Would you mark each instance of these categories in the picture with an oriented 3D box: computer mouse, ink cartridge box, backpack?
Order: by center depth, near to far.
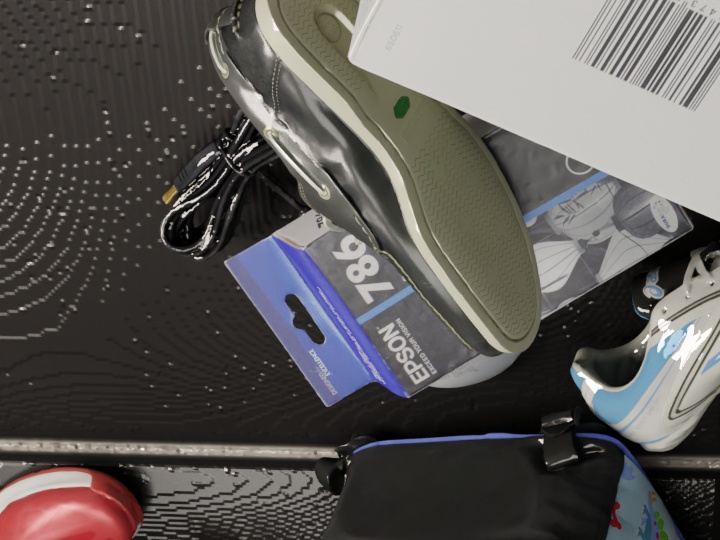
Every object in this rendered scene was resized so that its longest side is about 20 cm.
[{"bbox_3d":[0.045,-0.012,0.980,0.200,0.039,0.099,-32,115,9],"label":"ink cartridge box"},{"bbox_3d":[0.000,0.000,1.027,0.200,0.044,0.110,36,122,-18],"label":"computer mouse"},{"bbox_3d":[0.084,0.189,1.085,0.183,0.147,0.200,-10,135,35],"label":"backpack"}]

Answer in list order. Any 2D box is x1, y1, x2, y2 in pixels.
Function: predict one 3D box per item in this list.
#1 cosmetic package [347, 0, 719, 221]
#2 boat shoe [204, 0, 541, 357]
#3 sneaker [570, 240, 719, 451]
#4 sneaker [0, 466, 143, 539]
[{"bbox_3d":[0.117,-0.137,0.811,0.199,0.200,0.123,23,128,-9],"label":"cosmetic package"},{"bbox_3d":[0.009,-0.044,0.921,0.068,0.072,0.200,-27,106,43],"label":"boat shoe"},{"bbox_3d":[0.177,0.009,0.996,0.072,0.072,0.200,36,120,-9],"label":"sneaker"},{"bbox_3d":[-0.208,0.191,1.152,0.200,0.116,0.078,-30,117,26],"label":"sneaker"}]
